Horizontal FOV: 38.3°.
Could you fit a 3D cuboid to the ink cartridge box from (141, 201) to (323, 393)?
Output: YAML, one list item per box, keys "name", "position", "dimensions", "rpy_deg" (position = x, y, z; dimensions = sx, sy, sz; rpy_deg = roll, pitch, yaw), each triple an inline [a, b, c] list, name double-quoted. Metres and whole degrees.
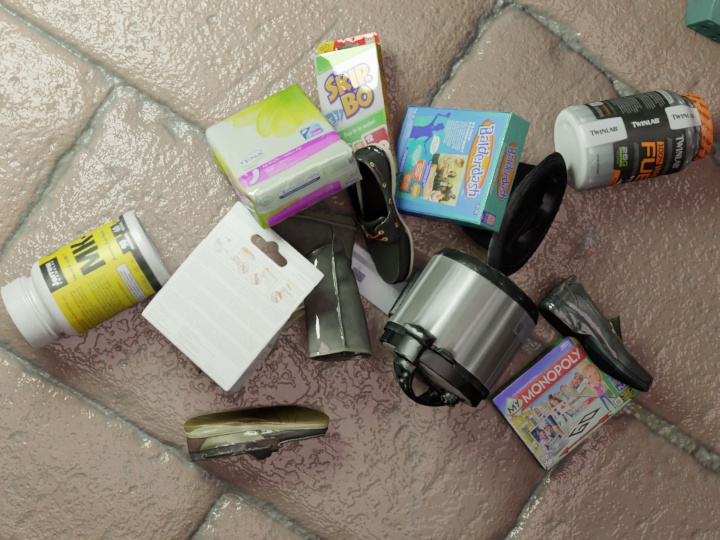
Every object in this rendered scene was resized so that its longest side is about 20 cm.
- name: "ink cartridge box"
  position: [-0.165, 0.035, 1.371]
  dimensions: [0.160, 0.047, 0.200]
  rpy_deg: [40, 89, 12]

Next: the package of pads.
- name: "package of pads"
  position: [-0.109, -0.153, 1.381]
  dimensions: [0.154, 0.200, 0.068]
  rpy_deg: [-28, 132, -7]

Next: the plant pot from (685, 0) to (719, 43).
- name: "plant pot"
  position: [0.566, -0.430, 1.496]
  dimensions: [0.141, 0.141, 0.201]
  rpy_deg: [24, 94, -7]

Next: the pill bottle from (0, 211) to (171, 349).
- name: "pill bottle"
  position: [-0.364, 0.016, 1.379]
  dimensions: [0.200, 0.114, 0.115]
  rpy_deg: [-30, 94, -7]

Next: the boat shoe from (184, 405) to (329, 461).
- name: "boat shoe"
  position: [-0.142, 0.229, 1.438]
  dimensions: [0.199, 0.073, 0.065]
  rpy_deg: [-2, 101, -4]

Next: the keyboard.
- name: "keyboard"
  position: [0.000, 0.000, 1.483]
  dimensions: [0.200, 0.011, 0.056]
  rpy_deg: [38, 90, -6]

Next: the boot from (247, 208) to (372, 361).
- name: "boot"
  position: [-0.069, 0.021, 1.399]
  dimensions: [0.181, 0.073, 0.201]
  rpy_deg: [5, 78, -25]

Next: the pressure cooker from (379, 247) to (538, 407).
- name: "pressure cooker"
  position: [0.124, 0.091, 1.411]
  dimensions: [0.176, 0.179, 0.200]
  rpy_deg: [37, 82, -14]

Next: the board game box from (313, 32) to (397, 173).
- name: "board game box"
  position: [-0.008, -0.228, 1.454]
  dimensions: [0.095, 0.030, 0.201]
  rpy_deg: [-8, 89, 19]

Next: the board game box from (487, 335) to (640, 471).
- name: "board game box"
  position: [0.303, 0.177, 1.514]
  dimensions: [0.200, 0.029, 0.135]
  rpy_deg: [-39, 96, -6]

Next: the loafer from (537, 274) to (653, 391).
- name: "loafer"
  position: [0.347, 0.091, 1.472]
  dimensions: [0.200, 0.073, 0.072]
  rpy_deg: [43, 80, -6]

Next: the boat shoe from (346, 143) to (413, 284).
- name: "boat shoe"
  position: [0.022, -0.070, 1.424]
  dimensions: [0.073, 0.063, 0.202]
  rpy_deg: [2, 115, 34]

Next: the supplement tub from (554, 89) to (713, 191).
- name: "supplement tub"
  position: [0.388, -0.188, 1.478]
  dimensions: [0.199, 0.123, 0.123]
  rpy_deg: [-12, 92, -7]

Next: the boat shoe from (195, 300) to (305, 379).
- name: "boat shoe"
  position: [-0.138, 0.085, 1.431]
  dimensions: [0.200, 0.075, 0.068]
  rpy_deg: [-44, 90, -6]

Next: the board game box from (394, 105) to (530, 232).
- name: "board game box"
  position: [0.124, -0.142, 1.410]
  dimensions: [0.045, 0.200, 0.153]
  rpy_deg: [18, 88, -41]

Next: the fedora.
- name: "fedora"
  position: [0.206, -0.089, 1.452]
  dimensions: [0.091, 0.201, 0.201]
  rpy_deg: [28, 86, 26]
